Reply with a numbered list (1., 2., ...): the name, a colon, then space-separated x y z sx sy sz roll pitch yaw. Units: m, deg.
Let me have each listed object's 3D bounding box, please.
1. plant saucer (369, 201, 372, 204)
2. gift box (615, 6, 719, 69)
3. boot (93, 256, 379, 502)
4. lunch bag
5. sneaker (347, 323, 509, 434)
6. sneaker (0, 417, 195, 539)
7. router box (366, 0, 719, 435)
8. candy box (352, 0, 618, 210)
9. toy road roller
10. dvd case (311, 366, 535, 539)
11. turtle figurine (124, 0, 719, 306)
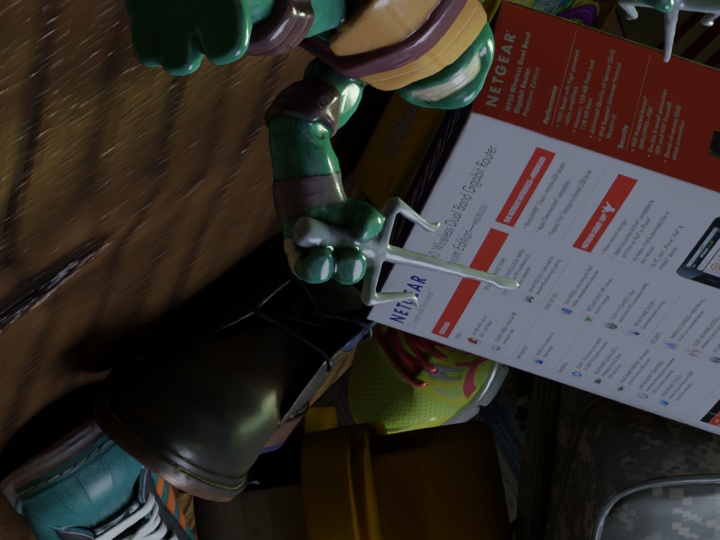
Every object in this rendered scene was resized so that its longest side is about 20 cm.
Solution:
1. plant saucer: 0.000 0.000 1.235 0.070 0.019 0.200 -31 168 -39
2. gift box: 0.225 -0.093 1.089 0.187 0.185 0.200 -41 129 22
3. boot: -0.045 0.030 1.091 0.097 0.075 0.200 -53 176 12
4. lunch bag: 0.139 0.100 1.214 0.139 0.168 0.200 -4 132 -8
5. sneaker: 0.042 0.014 1.322 0.090 0.078 0.200 -14 148 -50
6. sneaker: -0.103 0.112 1.158 0.071 0.080 0.200 -34 169 -10
7. router box: 0.109 -0.010 1.014 0.200 0.179 0.049 117 -10 -65
8. candy box: 0.061 -0.094 1.028 0.102 0.026 0.200 -31 167 -23
9. toy road roller: 0.001 0.123 1.263 0.146 0.123 0.200 -9 177 7
10. dvd case: 0.063 0.073 1.392 0.200 0.143 0.018 -45 147 25
11. turtle figurine: 0.014 -0.069 0.765 0.150 0.101 0.200 -50 155 4
